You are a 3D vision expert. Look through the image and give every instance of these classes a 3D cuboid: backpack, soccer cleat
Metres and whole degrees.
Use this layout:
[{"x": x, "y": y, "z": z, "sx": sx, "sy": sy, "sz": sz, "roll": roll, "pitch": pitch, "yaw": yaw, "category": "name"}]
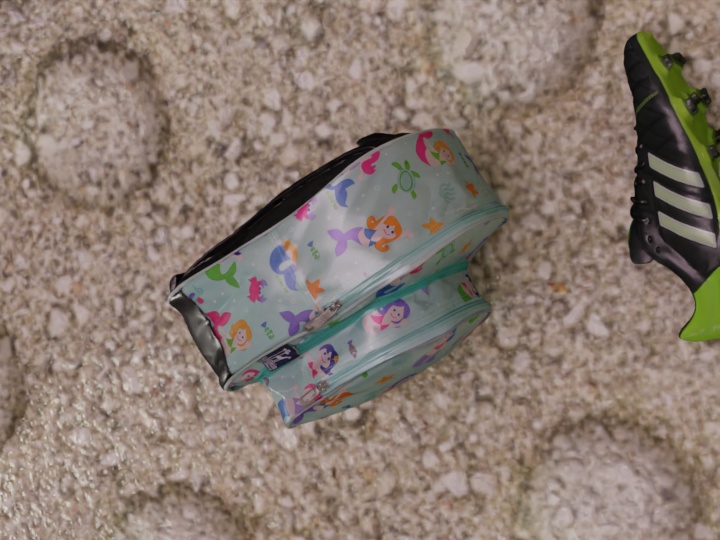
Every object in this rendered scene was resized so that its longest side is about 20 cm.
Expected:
[{"x": 0.000, "y": 0.000, "z": 1.256, "sx": 0.200, "sy": 0.177, "sz": 0.151, "roll": -42, "pitch": 79, "yaw": 23, "category": "backpack"}, {"x": 0.196, "y": -0.050, "z": 1.229, "sx": 0.081, "sy": 0.068, "sz": 0.200, "roll": -23, "pitch": 88, "yaw": 24, "category": "soccer cleat"}]

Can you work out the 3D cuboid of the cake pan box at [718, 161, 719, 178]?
[{"x": 0.322, "y": 0.002, "z": 1.157, "sx": 0.200, "sy": 0.052, "sz": 0.185, "roll": -14, "pitch": 94, "yaw": 12, "category": "cake pan box"}]
